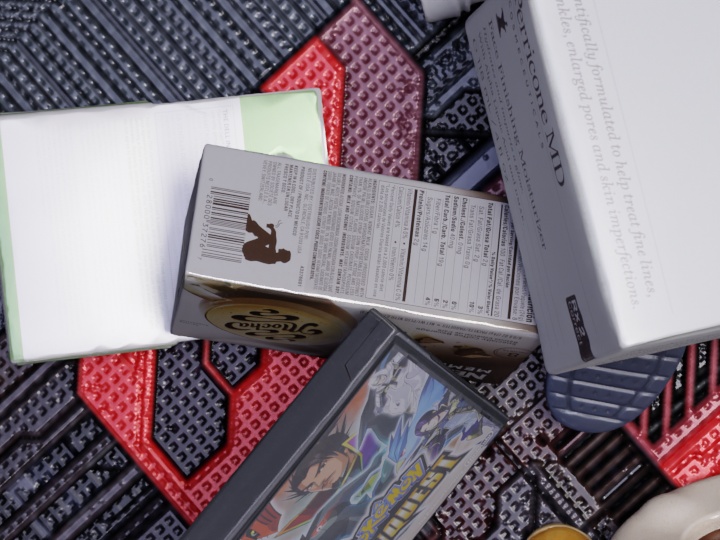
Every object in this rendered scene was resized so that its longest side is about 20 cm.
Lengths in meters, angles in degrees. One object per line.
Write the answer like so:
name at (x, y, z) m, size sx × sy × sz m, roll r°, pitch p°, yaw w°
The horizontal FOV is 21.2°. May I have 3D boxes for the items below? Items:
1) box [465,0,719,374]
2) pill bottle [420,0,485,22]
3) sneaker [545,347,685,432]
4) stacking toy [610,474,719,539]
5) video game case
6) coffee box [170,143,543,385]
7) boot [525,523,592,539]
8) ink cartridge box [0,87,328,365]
box at (0.179, -0.068, 0.986) m, size 0.198 × 0.131 × 0.201 m, roll -12°, pitch 84°, yaw -13°
pill bottle at (0.124, -0.205, 1.094) m, size 0.198 × 0.109 × 0.110 m, roll -14°, pitch 88°, yaw 5°
sneaker at (0.153, -0.005, 1.108) m, size 0.073 × 0.082 × 0.202 m, roll 14°, pitch 101°, yaw -9°
stacking toy at (0.228, 0.224, 1.081) m, size 0.145 × 0.146 × 0.202 m, roll -18°, pitch 103°, yaw 4°
video game case at (-0.015, 0.130, 1.065) m, size 0.025 × 0.181 × 0.200 m, roll 40°, pitch 91°, yaw 31°
coffee box at (0.000, 0.000, 1.072) m, size 0.198 × 0.113 × 0.081 m, roll 10°, pitch 71°, yaw -8°
boot at (0.133, 0.245, 1.067) m, size 0.070 × 0.144 × 0.203 m, roll -14°, pitch 88°, yaw 4°
ink cartridge box at (-0.117, -0.027, 1.143) m, size 0.198 × 0.048 × 0.147 m, roll -6°, pitch 89°, yaw -10°
